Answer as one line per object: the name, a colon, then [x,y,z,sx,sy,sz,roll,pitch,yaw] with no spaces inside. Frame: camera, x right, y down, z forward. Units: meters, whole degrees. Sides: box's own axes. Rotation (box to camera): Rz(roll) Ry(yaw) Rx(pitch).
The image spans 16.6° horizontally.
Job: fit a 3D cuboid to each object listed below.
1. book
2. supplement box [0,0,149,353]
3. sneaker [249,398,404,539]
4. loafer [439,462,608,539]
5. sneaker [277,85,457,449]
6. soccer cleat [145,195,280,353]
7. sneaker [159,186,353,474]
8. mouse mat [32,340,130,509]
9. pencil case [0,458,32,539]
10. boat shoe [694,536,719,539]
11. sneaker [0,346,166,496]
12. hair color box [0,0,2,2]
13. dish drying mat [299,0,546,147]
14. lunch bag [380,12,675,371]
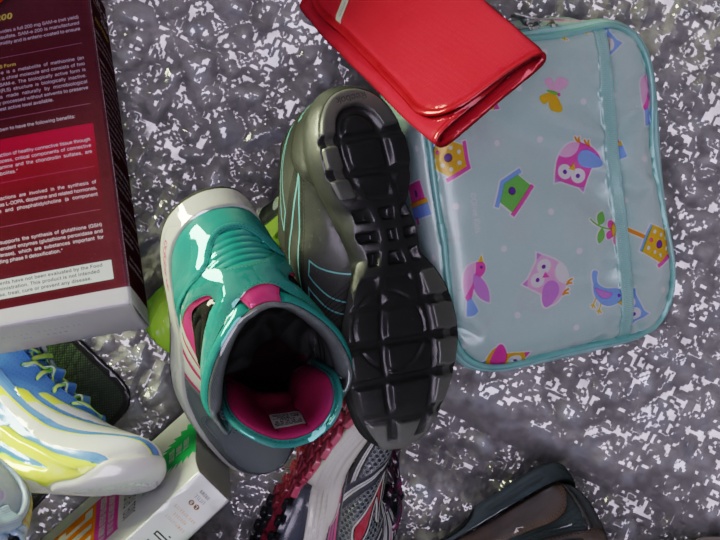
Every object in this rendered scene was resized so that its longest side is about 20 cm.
book: [-0.155,0.174,1.434,0.200,0.134,0.048,-43,101,5]
supplement box: [-0.189,-0.059,1.404,0.109,0.061,0.200,-10,75,3]
sneaker: [-0.003,0.120,1.449,0.075,0.081,0.200,19,120,-12]
loafer: [0.055,0.193,1.450,0.200,0.072,0.063,-37,63,-3]
sneaker: [0.000,0.000,1.369,0.075,0.079,0.200,-8,88,-32]
soccer cleat: [-0.043,-0.018,1.443,0.200,0.081,0.068,-33,107,-16]
sneaker: [-0.051,0.064,1.337,0.083,0.121,0.200,-20,133,-10]
mouse mat: [-0.258,0.092,1.489,0.161,0.008,0.200,43,97,-5]
pencil case: [-0.253,0.186,1.368,0.091,0.083,0.200,35,116,8]
boat shoe: [0.169,0.219,1.476,0.200,0.093,0.075,-6,56,-19]
sneaker: [-0.195,0.073,1.415,0.200,0.076,0.105,3,85,31]
hair color box: [-0.247,-0.185,1.374,0.200,0.061,0.102,-36,77,4]
dish drying mat: [0.029,-0.134,1.365,0.077,0.200,0.018,-39,125,-1]
lunch bag: [0.100,-0.049,1.413,0.160,0.077,0.200,-10,100,-19]
